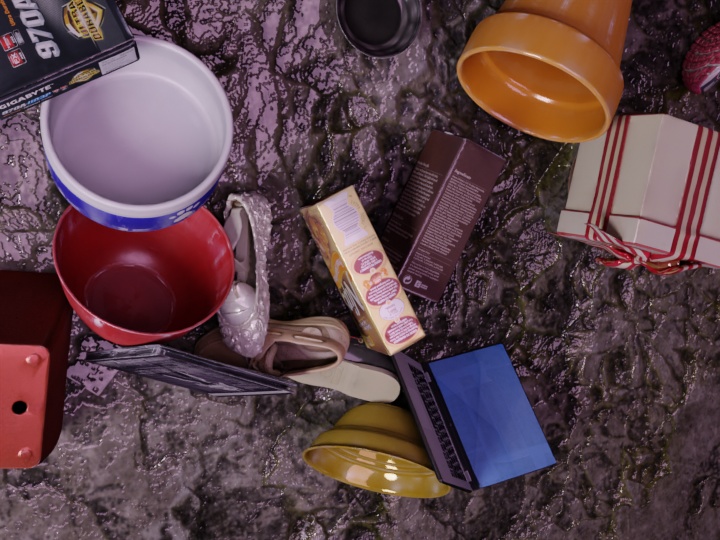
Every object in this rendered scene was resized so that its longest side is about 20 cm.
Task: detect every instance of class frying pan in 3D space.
[{"bbox_3d":[0.025,-0.352,1.152,0.114,0.031,0.191,6,91,-24],"label":"frying pan"}]

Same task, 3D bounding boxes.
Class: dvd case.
[{"bbox_3d":[-0.195,0.118,1.109,0.199,0.148,0.016,24,67,-42],"label":"dvd case"}]

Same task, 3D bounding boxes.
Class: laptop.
[{"bbox_3d":[0.147,0.178,1.244,0.115,0.188,0.200,-28,154,13],"label":"laptop"}]

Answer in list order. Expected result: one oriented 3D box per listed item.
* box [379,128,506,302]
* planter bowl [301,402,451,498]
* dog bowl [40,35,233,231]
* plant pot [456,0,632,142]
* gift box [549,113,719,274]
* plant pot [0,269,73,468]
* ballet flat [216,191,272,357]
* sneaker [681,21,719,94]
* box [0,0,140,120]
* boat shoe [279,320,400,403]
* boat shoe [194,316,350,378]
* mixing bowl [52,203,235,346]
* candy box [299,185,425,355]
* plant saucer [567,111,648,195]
[{"bbox_3d":[0.095,-0.072,1.217,0.075,0.100,0.201,22,97,-24],"label":"box"},{"bbox_3d":[0.029,0.228,1.254,0.200,0.200,0.084,28,61,-25],"label":"planter bowl"},{"bbox_3d":[-0.241,-0.147,1.034,0.199,0.079,0.202,4,73,-14],"label":"dog bowl"},{"bbox_3d":[0.245,-0.289,1.178,0.200,0.200,0.184,32,76,-25],"label":"plant pot"},{"bbox_3d":[0.362,-0.094,1.235,0.199,0.184,0.188,11,91,-19],"label":"gift box"},{"bbox_3d":[-0.414,0.117,1.033,0.199,0.176,0.201,5,103,-21],"label":"plant pot"},{"bbox_3d":[-0.146,0.001,1.131,0.071,0.072,0.201,5,79,-22],"label":"ballet flat"},{"bbox_3d":[0.531,-0.317,1.326,0.200,0.081,0.075,-45,117,-5],"label":"sneaker"},{"bbox_3d":[-0.340,-0.275,0.977,0.158,0.046,0.201,-26,81,-11],"label":"box"},{"bbox_3d":[-0.040,0.110,1.239,0.200,0.063,0.074,21,126,-11],"label":"boat shoe"},{"bbox_3d":[-0.114,0.099,1.167,0.199,0.065,0.072,-9,114,12],"label":"boat shoe"},{"bbox_3d":[-0.252,0.009,1.079,0.199,0.201,0.109,8,145,-22],"label":"mixing bowl"},{"bbox_3d":[0.000,0.000,1.166,0.055,0.115,0.201,-27,96,-11],"label":"candy box"},{"bbox_3d":[0.388,-0.122,1.349,0.199,0.037,0.202,-6,106,-20],"label":"plant saucer"}]
